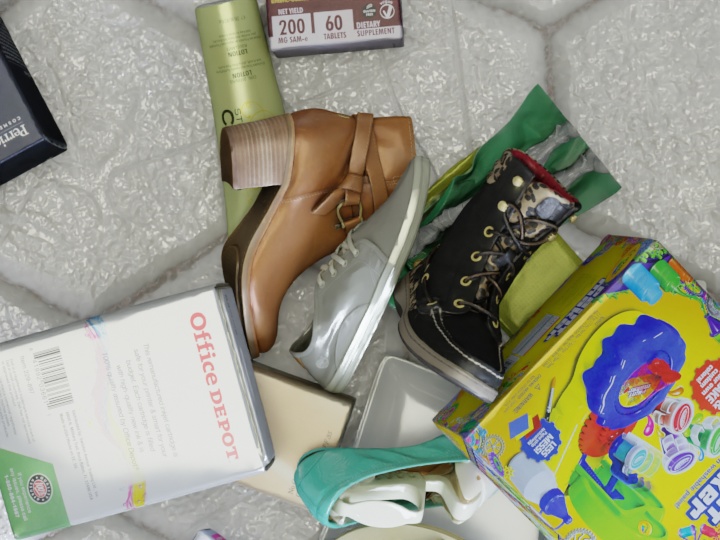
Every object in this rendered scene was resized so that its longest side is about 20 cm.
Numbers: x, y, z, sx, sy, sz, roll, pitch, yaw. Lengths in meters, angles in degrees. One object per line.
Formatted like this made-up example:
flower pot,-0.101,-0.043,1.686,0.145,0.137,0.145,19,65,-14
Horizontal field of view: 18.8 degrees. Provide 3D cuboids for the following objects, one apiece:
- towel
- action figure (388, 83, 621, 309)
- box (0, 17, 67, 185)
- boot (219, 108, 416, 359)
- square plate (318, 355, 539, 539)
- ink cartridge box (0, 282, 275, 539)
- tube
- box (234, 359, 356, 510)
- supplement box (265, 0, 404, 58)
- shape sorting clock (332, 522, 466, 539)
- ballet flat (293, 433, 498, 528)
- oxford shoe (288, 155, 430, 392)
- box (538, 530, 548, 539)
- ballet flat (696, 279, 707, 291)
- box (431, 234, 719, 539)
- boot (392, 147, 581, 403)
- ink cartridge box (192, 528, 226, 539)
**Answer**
towel,0.129,0.001,1.735,0.086,0.018,0.200,-42,88,2
action figure,0.099,-0.037,1.698,0.200,0.055,0.118,-41,112,6
box,-0.344,-0.151,1.715,0.148,0.104,0.201,-29,88,1
boot,-0.030,-0.031,1.714,0.155,0.077,0.201,-5,105,-15
square plate,0.080,0.192,1.731,0.199,0.028,0.199,19,90,2
ink cartridge box,-0.177,0.103,1.635,0.199,0.088,0.146,-16,91,5
tube,-0.086,-0.117,1.732,0.058,0.052,0.201,-6,98,36
box,-0.112,0.111,1.715,0.199,0.078,0.095,19,91,2
supplement box,-0.025,-0.275,1.724,0.108,0.061,0.201,-5,88,3
shape sorting clock,0.044,0.284,1.696,0.199,0.039,0.201,8,118,16
ballet flat,0.049,0.165,1.659,0.199,0.068,0.071,-6,46,-18
oxford shoe,0.000,0.000,1.667,0.058,0.075,0.201,25,107,-3
box,0.221,0.187,1.695,0.158,0.048,0.201,5,91,-11
ballet flat,0.278,0.046,1.711,0.199,0.074,0.075,22,90,-1
box,0.197,0.111,1.603,0.193,0.122,0.200,45,85,-9
boot,0.097,0.000,1.582,0.073,0.200,0.151,34,102,-15
ink cartridge box,-0.076,0.306,1.680,0.200,0.042,0.120,36,94,11
